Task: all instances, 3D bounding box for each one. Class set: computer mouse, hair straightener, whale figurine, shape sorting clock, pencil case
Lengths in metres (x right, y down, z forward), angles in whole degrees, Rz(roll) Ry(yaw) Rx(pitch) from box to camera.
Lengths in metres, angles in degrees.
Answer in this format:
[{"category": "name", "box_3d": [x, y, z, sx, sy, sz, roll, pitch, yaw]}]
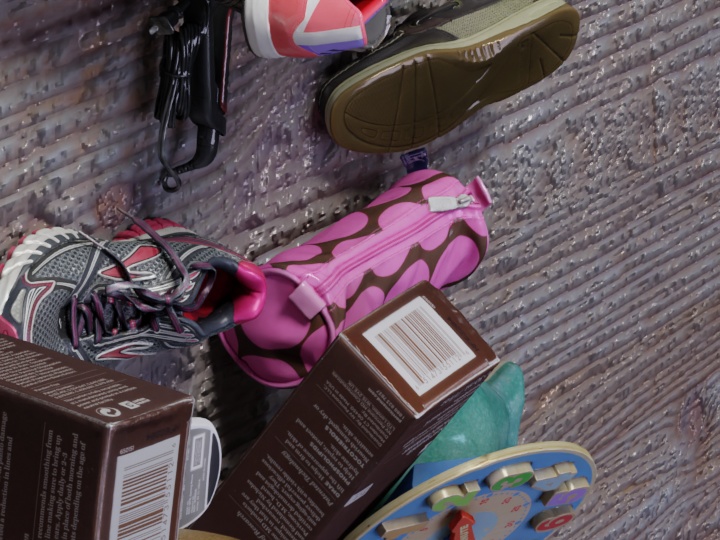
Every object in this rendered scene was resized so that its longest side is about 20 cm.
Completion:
[{"category": "computer mouse", "box_3d": [-0.155, 0.127, 1.583, 0.199, 0.044, 0.110, -15, 116, -51]}, {"category": "hair straightener", "box_3d": [-0.102, -0.137, 1.605, 0.077, 0.041, 0.201, -19, 124, -53]}, {"category": "whale figurine", "box_3d": [0.063, 0.113, 1.909, 0.200, 0.103, 0.160, -6, 109, -55]}, {"category": "shape sorting clock", "box_3d": [0.062, 0.170, 1.825, 0.199, 0.039, 0.200, -18, 152, -10]}, {"category": "pencil case", "box_3d": [0.000, 0.000, 1.771, 0.200, 0.093, 0.091, -35, 98, -48]}]

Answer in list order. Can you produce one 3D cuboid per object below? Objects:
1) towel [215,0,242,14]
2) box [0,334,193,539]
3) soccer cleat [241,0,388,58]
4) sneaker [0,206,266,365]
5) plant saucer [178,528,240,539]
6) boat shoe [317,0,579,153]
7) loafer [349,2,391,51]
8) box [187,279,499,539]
[{"category": "towel", "box_3d": [-0.093, -0.253, 1.501, 0.192, 0.034, 0.201, 25, 62, -58]}, {"category": "box", "box_3d": [-0.184, 0.090, 1.401, 0.075, 0.199, 0.101, -17, 118, -57]}, {"category": "soccer cleat", "box_3d": [0.002, -0.181, 1.572, 0.200, 0.073, 0.069, -58, 147, -45]}, {"category": "sneaker", "box_3d": [-0.132, 0.014, 1.583, 0.200, 0.074, 0.081, -22, 122, -52]}, {"category": "plant saucer", "box_3d": [-0.150, 0.203, 1.605, 0.200, 0.035, 0.200, -36, 166, -10]}, {"category": "boat shoe", "box_3d": [0.048, -0.132, 1.815, 0.199, 0.065, 0.074, -21, 134, -32]}, {"category": "loafer", "box_3d": [-0.017, -0.192, 1.681, 0.072, 0.063, 0.200, -61, 146, -22]}, {"category": "box", "box_3d": [-0.012, 0.106, 1.725, 0.100, 0.075, 0.200, -31, 165, -50]}]
